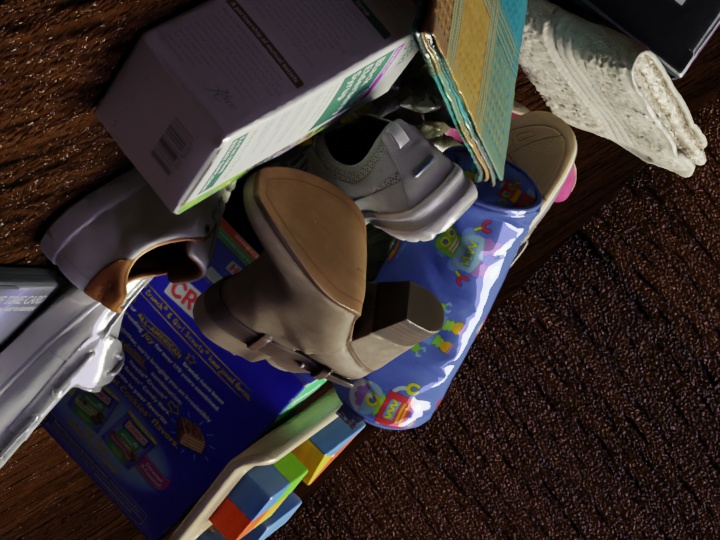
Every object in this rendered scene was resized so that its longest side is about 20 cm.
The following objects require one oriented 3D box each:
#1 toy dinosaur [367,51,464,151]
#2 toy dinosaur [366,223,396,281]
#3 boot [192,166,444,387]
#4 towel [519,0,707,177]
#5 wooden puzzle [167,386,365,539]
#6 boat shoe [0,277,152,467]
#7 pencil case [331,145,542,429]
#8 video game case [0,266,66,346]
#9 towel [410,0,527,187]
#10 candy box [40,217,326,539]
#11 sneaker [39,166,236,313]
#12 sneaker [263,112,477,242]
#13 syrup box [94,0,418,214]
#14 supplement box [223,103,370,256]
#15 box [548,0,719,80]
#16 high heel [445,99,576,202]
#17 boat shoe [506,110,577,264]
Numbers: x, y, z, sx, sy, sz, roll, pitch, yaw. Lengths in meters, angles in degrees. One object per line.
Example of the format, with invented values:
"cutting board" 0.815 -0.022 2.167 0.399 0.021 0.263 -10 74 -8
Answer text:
"toy dinosaur" 0.044 -0.106 1.481 0.102 0.077 0.200 2 164 -7
"toy dinosaur" 0.000 0.000 1.505 0.199 0.047 0.088 -19 143 -34
"boot" -0.049 0.011 1.371 0.146 0.200 0.071 -13 -131 39
"towel" 0.166 -0.129 1.532 0.035 0.132 0.200 -59 150 -7
"wooden puzzle" -0.075 0.165 1.575 0.200 0.046 0.185 -47 173 33
"boat shoe" -0.197 0.056 1.476 0.200 0.069 0.072 -45 -166 0
"pencil case" 0.044 0.013 1.460 0.078 0.087 0.201 -84 -161 -63
"video game case" -0.286 0.070 1.403 0.200 0.019 0.143 -44 172 8
"towel" 0.068 -0.158 1.333 0.200 0.022 0.147 57 39 -63
"candy box" -0.133 0.068 1.560 0.200 0.169 0.077 -46 175 33
"sneaker" -0.108 -0.040 1.420 0.200 0.085 0.073 -38 169 -27
"sneaker" -0.005 -0.072 1.387 0.075 0.082 0.200 -45 -155 -25
"syrup box" -0.050 -0.120 1.276 0.200 0.082 0.079 -32 169 -41
"supplement box" -0.014 -0.066 1.615 0.109 0.110 0.200 -48 169 36
"box" 0.198 -0.215 1.572 0.148 0.104 0.200 -55 -172 -6
"high heel" 0.094 -0.089 1.611 0.096 0.067 0.200 -46 145 -8
"boat shoe" 0.086 -0.030 1.583 0.200 0.072 0.065 -53 162 10
